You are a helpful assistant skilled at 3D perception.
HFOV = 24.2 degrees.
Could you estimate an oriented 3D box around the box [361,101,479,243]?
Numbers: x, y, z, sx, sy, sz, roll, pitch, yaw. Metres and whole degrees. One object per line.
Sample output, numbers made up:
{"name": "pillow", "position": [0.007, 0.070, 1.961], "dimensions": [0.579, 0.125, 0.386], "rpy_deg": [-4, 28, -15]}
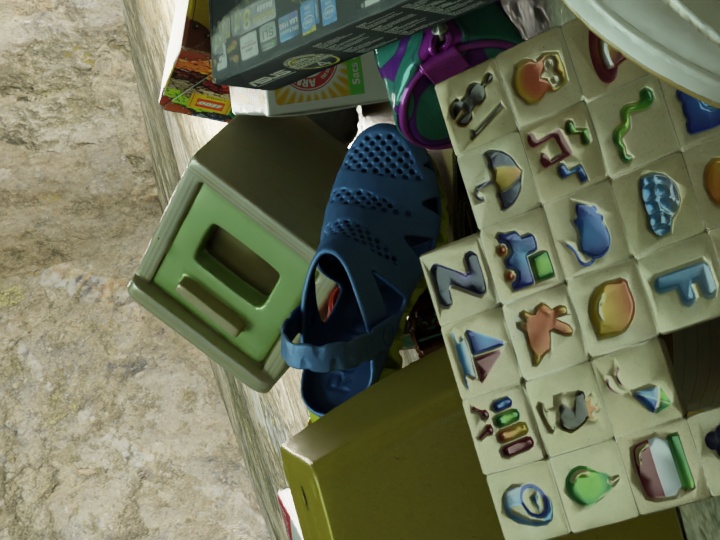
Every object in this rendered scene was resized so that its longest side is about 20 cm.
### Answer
{"name": "box", "position": [0.038, -0.088, 1.160], "dimensions": [0.164, 0.021, 0.200], "rpy_deg": [86, 165, -47]}

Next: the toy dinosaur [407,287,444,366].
{"name": "toy dinosaur", "position": [0.058, 0.088, 1.126], "dimensions": [0.200, 0.102, 0.136], "rpy_deg": [49, -171, -9]}

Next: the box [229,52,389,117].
{"name": "box", "position": [-0.037, -0.204, 1.091], "dimensions": [0.112, 0.101, 0.201], "rpy_deg": [-156, 58, -71]}

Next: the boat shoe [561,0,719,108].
{"name": "boat shoe", "position": [0.099, -0.142, 0.629], "dimensions": [0.200, 0.071, 0.069], "rpy_deg": [54, 125, 28]}

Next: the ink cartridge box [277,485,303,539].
{"name": "ink cartridge box", "position": [0.031, 0.273, 1.385], "dimensions": [0.145, 0.144, 0.201], "rpy_deg": [-141, 37, -74]}

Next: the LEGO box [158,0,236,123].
{"name": "LEGO box", "position": [-0.089, -0.225, 1.242], "dimensions": [0.149, 0.077, 0.201], "rpy_deg": [142, 138, -74]}

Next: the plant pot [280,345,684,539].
{"name": "plant pot", "position": [0.061, 0.143, 0.947], "dimensions": [0.200, 0.176, 0.201], "rpy_deg": [177, 78, -80]}

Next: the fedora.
{"name": "fedora", "position": [0.107, 0.005, 0.754], "dimensions": [0.201, 0.082, 0.201], "rpy_deg": [165, 90, -79]}

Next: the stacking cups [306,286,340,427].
{"name": "stacking cups", "position": [-0.009, 0.069, 1.183], "dimensions": [0.200, 0.060, 0.061], "rpy_deg": [92, 160, -57]}

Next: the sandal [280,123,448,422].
{"name": "sandal", "position": [0.000, 0.000, 1.043], "dimensions": [0.087, 0.079, 0.201], "rpy_deg": [37, -121, -60]}

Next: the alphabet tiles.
{"name": "alphabet tiles", "position": [0.099, -0.001, 0.686], "dimensions": [0.167, 0.008, 0.201], "rpy_deg": [-22, 81, 35]}

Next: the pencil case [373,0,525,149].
{"name": "pencil case", "position": [0.028, -0.169, 0.918], "dimensions": [0.092, 0.085, 0.200], "rpy_deg": [66, -177, -63]}

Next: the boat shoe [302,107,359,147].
{"name": "boat shoe", "position": [-0.036, -0.125, 1.276], "dimensions": [0.201, 0.070, 0.072], "rpy_deg": [-100, 10, -76]}

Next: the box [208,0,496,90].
{"name": "box", "position": [-0.009, -0.193, 0.861], "dimensions": [0.200, 0.049, 0.162], "rpy_deg": [-13, 80, 51]}

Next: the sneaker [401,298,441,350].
{"name": "sneaker", "position": [0.022, 0.003, 1.254], "dimensions": [0.200, 0.077, 0.092], "rpy_deg": [-145, 46, -70]}

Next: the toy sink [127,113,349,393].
{"name": "toy sink", "position": [-0.077, -0.003, 1.201], "dimensions": [0.130, 0.112, 0.200], "rpy_deg": [38, 135, 4]}
